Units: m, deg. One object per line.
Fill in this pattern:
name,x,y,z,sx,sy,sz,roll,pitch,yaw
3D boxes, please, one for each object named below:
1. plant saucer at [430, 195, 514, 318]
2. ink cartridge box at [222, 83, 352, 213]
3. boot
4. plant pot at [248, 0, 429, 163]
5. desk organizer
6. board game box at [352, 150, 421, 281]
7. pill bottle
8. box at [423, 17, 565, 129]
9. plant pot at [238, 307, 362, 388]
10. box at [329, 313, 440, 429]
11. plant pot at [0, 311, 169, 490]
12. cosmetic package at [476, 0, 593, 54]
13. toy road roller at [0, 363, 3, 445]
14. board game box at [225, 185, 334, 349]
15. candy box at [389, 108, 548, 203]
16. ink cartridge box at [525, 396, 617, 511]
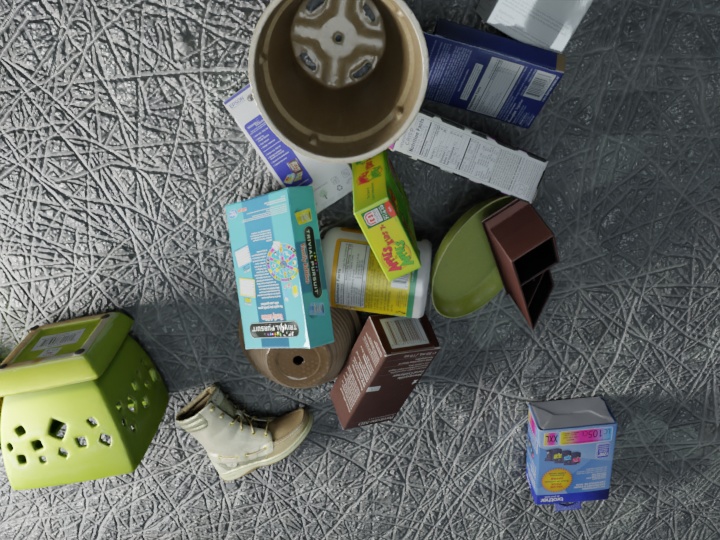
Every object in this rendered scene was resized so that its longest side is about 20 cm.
plant saucer,0.167,-0.024,1.019,0.197,0.031,0.204,-28,139,-26
ink cartridge box,-0.090,-0.176,0.973,0.098,0.040,0.202,-28,117,13
boot,-0.191,0.249,1.181,0.197,0.073,0.156,-29,113,14
plant pot,-0.025,-0.258,0.847,0.194,0.185,0.205,-1,120,-1
desk organizer,0.235,-0.006,1.000,0.071,0.078,0.201,-30,143,3
board game box,0.031,-0.085,0.932,0.047,0.202,0.103,-23,118,11
pill bottle,0.000,0.000,1.021,0.194,0.114,0.116,8,119,4
box,0.143,-0.249,0.901,0.194,0.033,0.122,14,156,-5
plant pot,-0.094,0.111,1.097,0.194,0.093,0.206,0,119,0
box,0.032,0.154,1.087,0.098,0.076,0.202,-5,142,-28
plant pot,-0.422,0.181,1.071,0.194,0.200,0.186,-10,112,5
cosmetic package,0.236,-0.372,0.854,0.111,0.082,0.203,24,114,-15
toy road roller,-0.637,0.238,1.116,0.119,0.147,0.205,9,118,-7
board game box,-0.112,0.001,0.969,0.149,0.046,0.206,-6,92,47
candy box,0.127,-0.157,0.929,0.195,0.137,0.062,20,103,-11
ink cartridge box,0.360,0.325,1.237,0.132,0.077,0.205,-5,120,1
